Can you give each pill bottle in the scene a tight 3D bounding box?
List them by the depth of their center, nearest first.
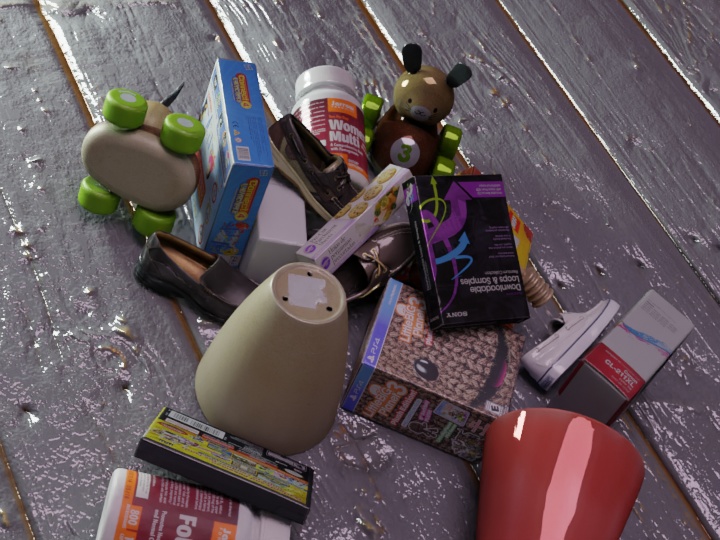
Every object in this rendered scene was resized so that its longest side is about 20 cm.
[{"bbox_3d":[-0.183,0.291,1.427,0.198,0.115,0.115,14,46,-10],"label":"pill bottle"},{"bbox_3d":[-0.046,-0.190,1.902,0.109,0.110,0.202,6,59,-18],"label":"pill bottle"}]

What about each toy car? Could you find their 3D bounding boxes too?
[{"bbox_3d":[-0.277,-0.173,1.783,0.157,0.165,0.200,23,30,-2],"label":"toy car"},{"bbox_3d":[0.089,-0.243,1.964,0.163,0.201,0.158,20,45,-5],"label":"toy car"}]

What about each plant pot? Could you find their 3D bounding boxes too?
[{"bbox_3d":[0.224,0.292,1.562,0.199,0.201,0.178,23,55,-2],"label":"plant pot"},{"bbox_3d":[-0.090,0.090,1.588,0.186,0.201,0.188,11,46,-12],"label":"plant pot"}]

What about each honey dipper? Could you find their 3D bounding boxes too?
[{"bbox_3d":[0.191,-0.033,1.792,0.200,0.038,0.038,50,43,-15],"label":"honey dipper"}]

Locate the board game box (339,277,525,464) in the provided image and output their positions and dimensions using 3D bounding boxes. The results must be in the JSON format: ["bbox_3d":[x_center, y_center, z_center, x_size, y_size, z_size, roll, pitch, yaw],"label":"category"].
[{"bbox_3d":[0.096,0.129,1.703,0.199,0.097,0.160,23,45,-3],"label":"board game box"}]

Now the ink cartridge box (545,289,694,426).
[{"bbox_3d":[0.346,0.137,1.769,0.083,0.146,0.200,41,47,14],"label":"ink cartridge box"}]

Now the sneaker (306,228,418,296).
[{"bbox_3d":[0.013,-0.028,1.834,0.200,0.067,0.108,24,44,-6],"label":"sneaker"}]

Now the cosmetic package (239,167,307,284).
[{"bbox_3d":[-0.123,-0.080,1.797,0.071,0.102,0.201,9,48,-16],"label":"cosmetic package"}]

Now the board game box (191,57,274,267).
[{"bbox_3d":[-0.179,-0.143,1.763,0.055,0.196,0.201,4,49,-20],"label":"board game box"}]

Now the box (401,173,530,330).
[{"bbox_3d":[0.139,-0.026,1.714,0.142,0.036,0.202,-4,78,-30],"label":"box"}]

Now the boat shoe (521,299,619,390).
[{"bbox_3d":[0.295,0.088,1.844,0.065,0.074,0.200,42,46,11],"label":"boat shoe"}]

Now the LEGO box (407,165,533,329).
[{"bbox_3d":[0.158,-0.022,1.839,0.149,0.077,0.201,46,39,-24],"label":"LEGO box"}]

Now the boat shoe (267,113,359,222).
[{"bbox_3d":[-0.048,-0.127,1.767,0.200,0.065,0.073,41,34,-15],"label":"boat shoe"}]

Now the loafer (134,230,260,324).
[{"bbox_3d":[-0.194,0.012,1.703,0.198,0.073,0.073,20,44,-6],"label":"loafer"}]

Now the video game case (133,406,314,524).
[{"bbox_3d":[-0.149,0.219,1.493,0.199,0.026,0.181,23,4,-2],"label":"video game case"}]

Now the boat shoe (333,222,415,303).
[{"bbox_3d":[0.000,0.000,1.743,0.199,0.060,0.072,-28,99,-7],"label":"boat shoe"}]

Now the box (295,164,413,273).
[{"bbox_3d":[-0.003,-0.066,1.737,0.041,0.039,0.200,19,53,43],"label":"box"}]
